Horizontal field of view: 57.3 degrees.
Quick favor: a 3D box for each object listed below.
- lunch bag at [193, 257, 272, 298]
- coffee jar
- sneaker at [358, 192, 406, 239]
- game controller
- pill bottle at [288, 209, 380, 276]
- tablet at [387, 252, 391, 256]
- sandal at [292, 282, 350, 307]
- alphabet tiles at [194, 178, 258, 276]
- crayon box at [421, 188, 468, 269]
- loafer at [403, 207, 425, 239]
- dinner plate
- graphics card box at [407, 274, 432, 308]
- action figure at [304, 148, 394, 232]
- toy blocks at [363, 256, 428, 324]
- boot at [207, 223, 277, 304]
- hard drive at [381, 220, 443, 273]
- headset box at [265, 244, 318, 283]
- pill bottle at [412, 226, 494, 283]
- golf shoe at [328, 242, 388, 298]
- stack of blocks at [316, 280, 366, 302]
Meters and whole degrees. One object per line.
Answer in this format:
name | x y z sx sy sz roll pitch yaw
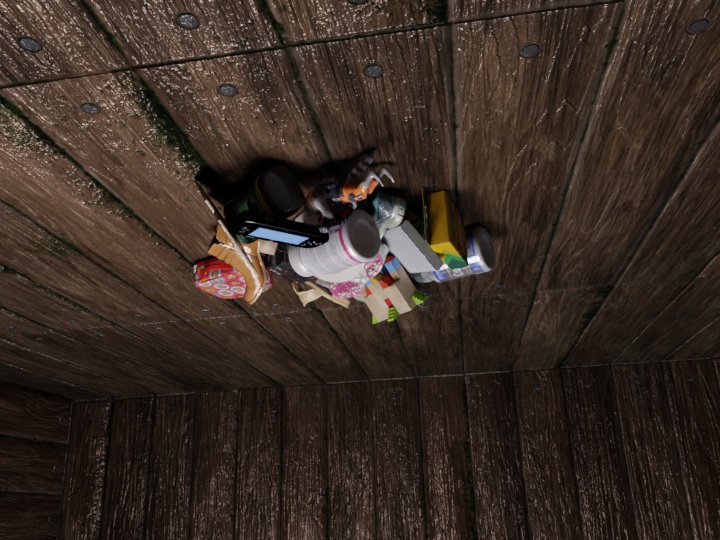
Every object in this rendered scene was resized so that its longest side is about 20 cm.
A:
lunch bag | -0.354 0.012 1.796 0.197 0.084 0.175 -13 157 28
coffee jar | -0.200 -0.137 1.372 0.085 0.106 0.199 -33 -175 -41
sneaker | 0.028 -0.124 1.508 0.085 0.079 0.200 24 150 -15
game controller | -0.163 -0.076 1.321 0.197 0.043 0.104 11 155 -29
pill bottle | -0.062 -0.054 1.450 0.198 0.116 0.112 -18 155 41
tablet | 0.012 -0.021 1.692 0.197 0.014 0.131 -20 146 -19
sandal | -0.136 0.074 1.876 0.209 0.071 0.078 25 173 0
alphabet tiles | -0.287 -0.097 1.394 0.007 0.168 0.201 -32 131 -5
crayon box | 0.193 -0.094 1.496 0.050 0.130 0.200 -10 159 21
loafer | 0.122 -0.098 1.602 0.071 0.063 0.200 -32 165 -8
dinner plate | -0.081 -0.052 1.555 0.196 0.024 0.203 12 128 16
graphics card box | 0.131 0.044 1.804 0.125 0.051 0.200 38 180 1
action figure | -0.030 -0.165 1.337 0.191 0.106 0.201 -22 -161 18
toy blocks | 0.063 0.046 1.668 0.100 0.138 0.199 -38 -174 -35
boot | -0.298 -0.021 1.605 0.153 0.077 0.203 13 117 -21
hard drive | 0.110 -0.051 1.544 0.027 0.132 0.200 -43 -172 -13
headset box | -0.124 -0.037 1.695 0.197 0.079 0.148 -11 158 27
pill bottle | 0.231 -0.034 1.681 0.197 0.116 0.113 -15 156 30
golf shoe | 0.000 0.000 1.628 0.076 0.092 0.199 49 129 -6
stack of blocks | -0.011 0.045 1.850 0.197 0.060 0.115 13 168 31
